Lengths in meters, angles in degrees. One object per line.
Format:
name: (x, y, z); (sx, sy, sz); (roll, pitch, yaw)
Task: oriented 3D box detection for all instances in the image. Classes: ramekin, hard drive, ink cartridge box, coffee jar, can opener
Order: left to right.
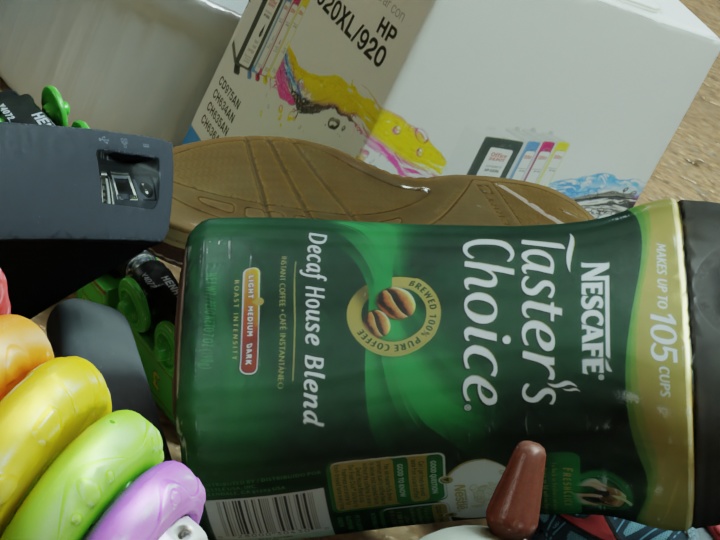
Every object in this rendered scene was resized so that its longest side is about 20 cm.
hard drive: (-0.161, -0.005, 0.823); (0.200, 0.135, 0.042); (-1, 67, -56)
can opener: (-0.094, 0.068, 0.826); (0.066, 0.053, 0.200); (19, 21, -17)
ramekin: (-0.087, -0.118, 1.235); (0.200, 0.098, 0.200); (23, 21, -9)
ink cartridge box: (0.029, -0.066, 1.098); (0.145, 0.200, 0.147); (14, 23, -32)
coffee jar: (0.043, 0.032, 0.803); (0.200, 0.085, 0.104); (-3, 56, 4)

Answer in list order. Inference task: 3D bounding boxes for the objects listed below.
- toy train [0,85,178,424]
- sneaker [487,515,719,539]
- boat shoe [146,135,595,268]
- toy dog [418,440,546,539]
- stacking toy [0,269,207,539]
toy train: (-0.101, -0.006, 0.996); (0.042, 0.056, 0.200); (-18, 43, -26)
sneaker: (0.096, 0.104, 0.907); (0.200, 0.096, 0.079); (-117, -178, -60)
boat shoe: (0.000, 0.000, 0.954); (0.200, 0.072, 0.072); (4, 37, -31)
toy dog: (0.074, 0.126, 0.720); (0.200, 0.096, 0.132); (32, 20, 14)
stacking toy: (-0.085, 0.072, 0.707); (0.200, 0.116, 0.110); (31, -10, 11)
